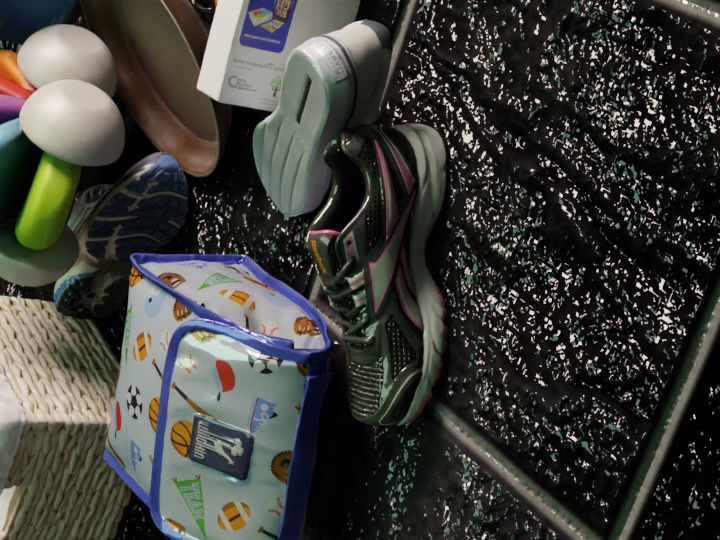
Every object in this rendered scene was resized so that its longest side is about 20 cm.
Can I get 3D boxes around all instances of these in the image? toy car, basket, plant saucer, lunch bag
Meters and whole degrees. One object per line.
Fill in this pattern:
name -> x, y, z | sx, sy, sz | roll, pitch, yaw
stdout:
toy car -> -0.282, -0.101, 1.144 | 0.176, 0.149, 0.201 | -59, 30, 31
basket -> -0.300, 0.148, 1.233 | 0.200, 0.160, 0.199 | 47, 122, 43
plant saucer -> -0.158, -0.169, 1.129 | 0.200, 0.032, 0.201 | 44, 152, 30
lunch bag -> -0.096, 0.095, 1.008 | 0.200, 0.123, 0.172 | 32, 118, 50

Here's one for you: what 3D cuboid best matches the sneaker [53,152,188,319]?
sneaker -> -0.215, -0.045, 1.219 | 0.200, 0.077, 0.086 | -46, 49, 38

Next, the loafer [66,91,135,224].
loafer -> -0.266, -0.097, 1.294 | 0.201, 0.063, 0.072 | -59, 46, 29

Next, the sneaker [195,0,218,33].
sneaker -> -0.117, -0.245, 1.104 | 0.070, 0.089, 0.202 | 20, 102, 50

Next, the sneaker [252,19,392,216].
sneaker -> -0.021, -0.099, 0.985 | 0.073, 0.070, 0.200 | 59, 156, 11

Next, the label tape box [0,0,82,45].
label tape box -> -0.248, -0.262, 1.200 | 0.144, 0.063, 0.201 | -49, 13, 43

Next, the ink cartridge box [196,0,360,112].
ink cartridge box -> -0.043, -0.211, 1.002 | 0.039, 0.099, 0.202 | 35, 112, 48

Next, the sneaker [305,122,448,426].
sneaker -> 0.000, 0.000, 0.934 | 0.080, 0.086, 0.202 | -8, 79, 51
